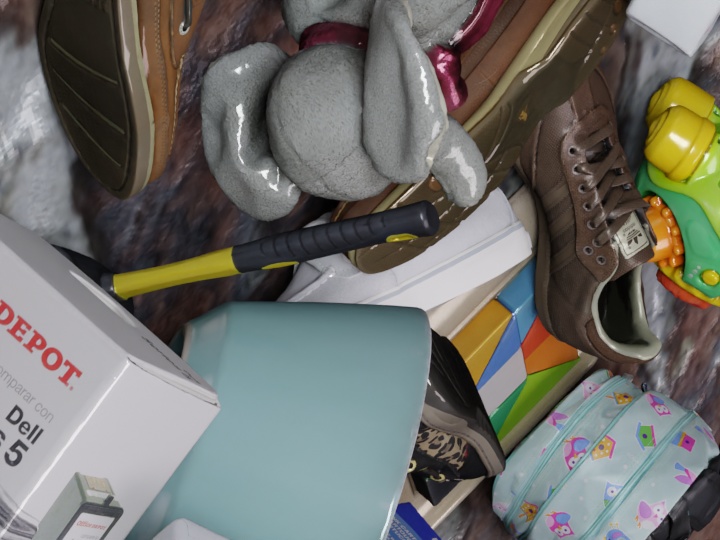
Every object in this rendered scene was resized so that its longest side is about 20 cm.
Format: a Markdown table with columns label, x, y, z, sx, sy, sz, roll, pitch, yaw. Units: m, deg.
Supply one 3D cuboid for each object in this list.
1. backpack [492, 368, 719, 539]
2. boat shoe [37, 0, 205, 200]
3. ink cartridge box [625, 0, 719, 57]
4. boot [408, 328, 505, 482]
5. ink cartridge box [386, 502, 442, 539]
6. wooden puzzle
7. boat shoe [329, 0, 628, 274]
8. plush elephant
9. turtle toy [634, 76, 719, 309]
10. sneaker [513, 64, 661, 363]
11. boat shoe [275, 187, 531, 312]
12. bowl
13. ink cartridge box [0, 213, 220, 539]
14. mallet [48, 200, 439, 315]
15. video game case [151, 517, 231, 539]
| label | x | y | z | sx | sy | sz | roll | pitch | yaw |
| --- | --- | --- | --- | --- | --- | --- | --- | --- | --- |
| backpack | 0.155 | 0.141 | 1.678 | 0.167 | 0.126 | 0.200 | -56 | 171 | -3 |
| boat shoe | -0.090 | -0.114 | 1.103 | 0.068 | 0.072 | 0.201 | -34 | 147 | -27 |
| ink cartridge box | 0.204 | -0.203 | 1.385 | 0.174 | 0.043 | 0.200 | -59 | 176 | 14 |
| boot | -0.007 | 0.097 | 1.429 | 0.150 | 0.074 | 0.200 | -27 | 165 | 6 |
| ink cartridge box | -0.023 | 0.208 | 1.542 | 0.137 | 0.076 | 0.199 | -50 | 155 | 22 |
| wooden puzzle | 0.071 | 0.061 | 1.576 | 0.185 | 0.037 | 0.200 | -44 | 151 | -13 |
| boat shoe | 0.050 | -0.084 | 1.346 | 0.200 | 0.067 | 0.072 | -49 | 157 | -12 |
| plush elephant | 0.015 | -0.095 | 1.181 | 0.199 | 0.164 | 0.156 | 9 | 86 | -36 |
| turtle toy | 0.213 | -0.033 | 1.564 | 0.101 | 0.145 | 0.200 | -57 | -177 | 16 |
| sneaker | 0.133 | -0.038 | 1.473 | 0.070 | 0.075 | 0.201 | -34 | 131 | -28 |
| boat shoe | 0.000 | 0.000 | 1.371 | 0.199 | 0.069 | 0.072 | -26 | 177 | -26 |
| bowl | -0.052 | 0.094 | 1.234 | 0.201 | 0.104 | 0.202 | -158 | -90 | -81 |
| ink cartridge box | -0.177 | 0.085 | 1.125 | 0.200 | 0.145 | 0.084 | -53 | 149 | 2 |
| mallet | -0.065 | -0.005 | 1.185 | 0.199 | 0.041 | 0.066 | -15 | 161 | 26 |
| video game case | -0.050 | 0.197 | 1.169 | 0.199 | 0.023 | 0.182 | 28 | 129 | -26 |
